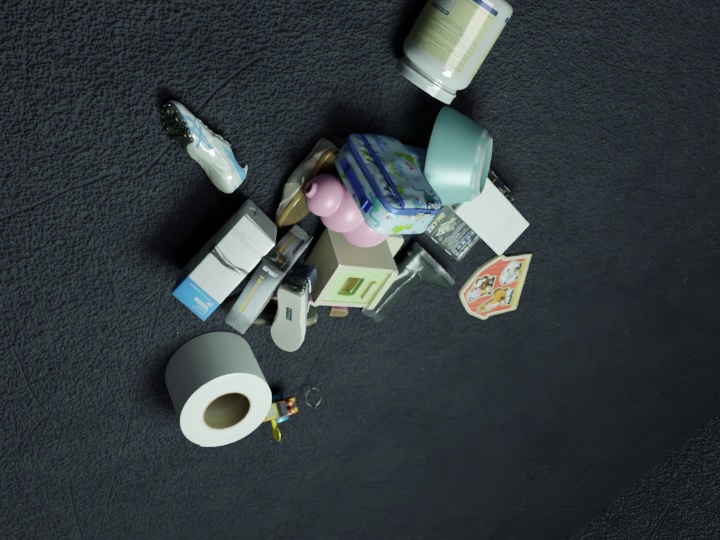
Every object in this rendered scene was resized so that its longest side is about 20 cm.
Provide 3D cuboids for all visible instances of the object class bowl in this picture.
[{"bbox_3d":[0.199,-0.216,1.513,0.201,0.103,0.205,13,90,-75],"label":"bowl"}]

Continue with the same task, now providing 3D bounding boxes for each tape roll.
[{"bbox_3d":[-0.303,0.252,1.623,0.199,0.140,0.206,-16,131,-20],"label":"tape roll"}]

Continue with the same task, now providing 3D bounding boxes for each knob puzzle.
[{"bbox_3d":[0.337,0.048,1.929,0.216,0.031,0.223,-16,131,-19],"label":"knob puzzle"}]

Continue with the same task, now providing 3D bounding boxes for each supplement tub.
[{"bbox_3d":[0.165,-0.422,1.380,0.143,0.145,0.202,17,114,-39],"label":"supplement tub"}]

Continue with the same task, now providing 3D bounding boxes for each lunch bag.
[{"bbox_3d":[0.048,-0.161,1.410,0.159,0.202,0.083,-2,143,-41],"label":"lunch bag"}]

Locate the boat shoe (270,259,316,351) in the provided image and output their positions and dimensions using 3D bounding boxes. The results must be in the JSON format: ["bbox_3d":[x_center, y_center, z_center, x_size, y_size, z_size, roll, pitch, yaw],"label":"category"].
[{"bbox_3d":[-0.125,0.070,1.513,0.074,0.093,0.202,23,138,7],"label":"boat shoe"}]

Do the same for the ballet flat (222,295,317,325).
[{"bbox_3d":[-0.188,0.092,1.587,0.196,0.068,0.047,4,141,-5],"label":"ballet flat"}]

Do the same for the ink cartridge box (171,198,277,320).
[{"bbox_3d":[-0.250,-0.024,1.424,0.084,0.145,0.200,42,99,-15],"label":"ink cartridge box"}]

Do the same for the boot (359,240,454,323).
[{"bbox_3d":[0.104,0.049,1.761,0.200,0.066,0.164,-47,125,5],"label":"boot"}]

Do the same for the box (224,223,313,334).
[{"bbox_3d":[-0.174,0.012,1.475,0.048,0.200,0.159,36,116,-2],"label":"box"}]

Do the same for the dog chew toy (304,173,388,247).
[{"bbox_3d":[-0.024,-0.123,1.464,0.198,0.125,0.125,23,111,-39],"label":"dog chew toy"}]

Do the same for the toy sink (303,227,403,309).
[{"bbox_3d":[0.000,0.000,1.606,0.197,0.113,0.131,5,139,-33],"label":"toy sink"}]

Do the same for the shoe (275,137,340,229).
[{"bbox_3d":[-0.108,-0.168,1.484,0.201,0.053,0.070,-52,156,19],"label":"shoe"}]

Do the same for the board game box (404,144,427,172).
[{"bbox_3d":[0.044,-0.168,1.579,0.149,0.037,0.202,7,119,-34],"label":"board game box"}]

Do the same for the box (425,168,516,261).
[{"bbox_3d":[0.238,-0.136,1.714,0.200,0.049,0.160,-48,135,9],"label":"box"}]

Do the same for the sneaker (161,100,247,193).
[{"bbox_3d":[-0.272,-0.224,1.334,0.201,0.071,0.073,52,57,-38],"label":"sneaker"}]

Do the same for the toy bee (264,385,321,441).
[{"bbox_3d":[-0.190,0.311,1.759,0.199,0.109,0.132,-37,91,-11],"label":"toy bee"}]

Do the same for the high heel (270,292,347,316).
[{"bbox_3d":[-0.117,0.039,1.648,0.196,0.098,0.068,5,151,-9],"label":"high heel"}]

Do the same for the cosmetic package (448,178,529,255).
[{"bbox_3d":[0.273,-0.129,1.658,0.102,0.074,0.199,-46,131,6],"label":"cosmetic package"}]
